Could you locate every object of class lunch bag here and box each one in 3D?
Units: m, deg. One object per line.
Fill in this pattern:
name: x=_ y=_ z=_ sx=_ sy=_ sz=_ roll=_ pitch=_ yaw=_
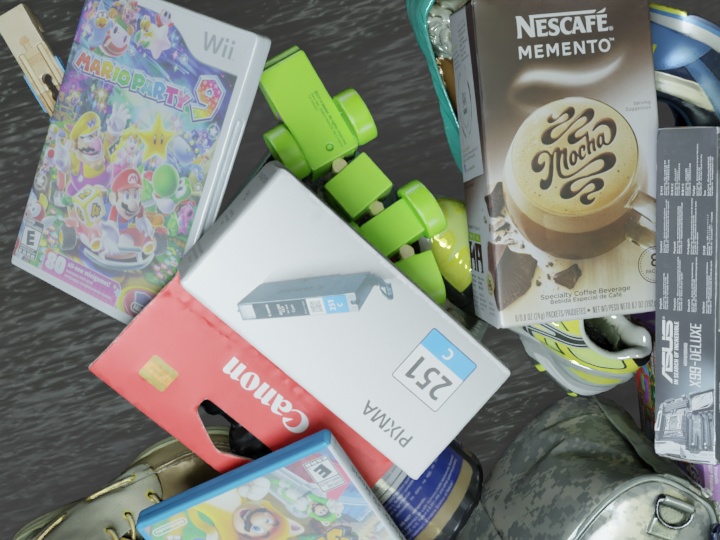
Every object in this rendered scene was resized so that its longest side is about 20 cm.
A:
lunch bag: x=0.159 y=0.186 z=0.894 sx=0.139 sy=0.200 sz=0.168 roll=19 pitch=100 yaw=-10

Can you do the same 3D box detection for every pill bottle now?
pill bottle: x=-0.019 y=0.116 z=0.904 sx=0.200 sy=0.112 sz=0.112 roll=42 pitch=95 yaw=-12

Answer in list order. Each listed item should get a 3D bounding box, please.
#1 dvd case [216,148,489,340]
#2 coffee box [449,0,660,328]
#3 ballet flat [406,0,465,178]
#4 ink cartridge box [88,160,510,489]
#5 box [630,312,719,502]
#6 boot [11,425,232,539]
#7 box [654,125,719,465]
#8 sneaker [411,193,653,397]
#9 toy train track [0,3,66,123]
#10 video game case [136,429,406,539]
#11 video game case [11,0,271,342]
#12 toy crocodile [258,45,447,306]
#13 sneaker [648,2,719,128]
dvd case: x=0.000 y=0.000 z=0.883 sx=0.200 sy=0.022 sz=0.146 roll=43 pitch=52 yaw=-13
coffee box: x=0.124 y=-0.072 z=0.816 sx=0.113 sy=0.080 sz=0.200 roll=-7 pitch=95 yaw=-5
ballet flat: x=0.086 y=-0.114 z=0.888 sx=0.067 sy=0.070 sz=0.200 roll=-25 pitch=104 yaw=-1
ink cartridge box: x=-0.037 y=0.062 z=0.805 sx=0.200 sy=0.045 sz=0.176 roll=41 pitch=93 yaw=-17
box: x=0.238 y=0.139 z=0.924 sx=0.039 sy=0.137 sz=0.200 roll=-9 pitch=102 yaw=-5
boot: x=-0.159 y=0.190 z=0.882 sx=0.200 sy=0.155 sz=0.072 roll=-28 pitch=104 yaw=2
box: x=0.252 y=0.011 z=0.806 sx=0.158 sy=0.050 sz=0.200 roll=-5 pitch=96 yaw=-36
sneaker: x=0.122 y=0.008 z=0.903 sx=0.200 sy=0.076 sz=0.075 roll=36 pitch=56 yaw=-17
toy train track: x=-0.184 y=-0.088 z=0.887 sx=0.115 sy=0.033 sz=0.200 roll=-29 pitch=98 yaw=8
video game case: x=-0.033 y=0.205 z=0.852 sx=0.143 sy=0.018 sz=0.200 roll=-26 pitch=116 yaw=15
video game case: x=-0.145 y=-0.073 z=0.830 sx=0.143 sy=0.018 sz=0.200 roll=24 pitch=101 yaw=28
toy crocodile: x=-0.005 y=-0.057 z=0.854 sx=0.067 sy=0.062 sz=0.200 roll=-35 pitch=86 yaw=-8
sneaker: x=0.268 y=-0.108 z=0.911 sx=0.200 sy=0.074 sz=0.082 roll=31 pitch=99 yaw=-4
